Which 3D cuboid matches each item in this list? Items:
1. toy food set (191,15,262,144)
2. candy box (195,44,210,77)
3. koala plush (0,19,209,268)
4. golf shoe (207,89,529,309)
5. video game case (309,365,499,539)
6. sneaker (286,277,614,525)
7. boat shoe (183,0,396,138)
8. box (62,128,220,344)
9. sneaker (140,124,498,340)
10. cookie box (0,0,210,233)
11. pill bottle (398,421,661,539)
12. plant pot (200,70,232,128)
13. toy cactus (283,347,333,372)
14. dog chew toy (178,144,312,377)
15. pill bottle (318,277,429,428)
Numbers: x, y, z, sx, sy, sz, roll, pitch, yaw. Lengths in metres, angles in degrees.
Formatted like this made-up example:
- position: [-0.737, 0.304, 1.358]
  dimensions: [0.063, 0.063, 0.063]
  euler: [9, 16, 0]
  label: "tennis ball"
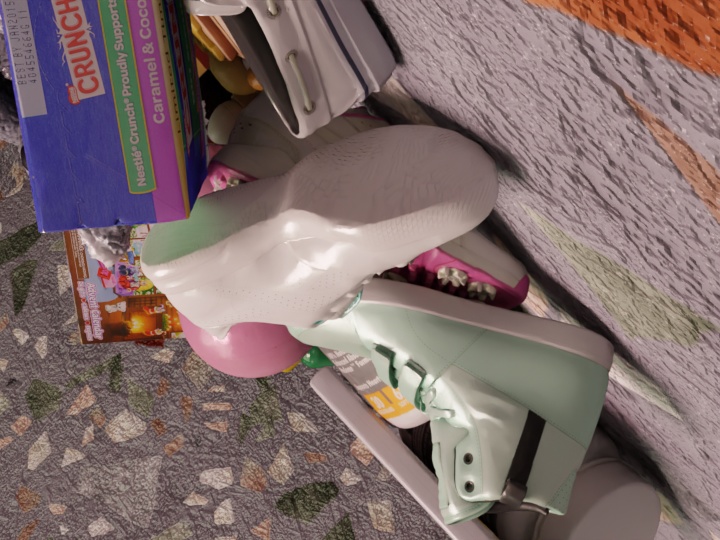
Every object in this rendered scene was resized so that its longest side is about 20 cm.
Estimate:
- position: [-0.109, -0.147, 0.887]
  dimensions: [0.200, 0.060, 0.143]
  euler: [50, 173, -33]
  label: "toy food set"
- position: [-0.199, -0.221, 1.047]
  dimensions: [0.117, 0.056, 0.200]
  euler: [50, 172, -25]
  label: "candy box"
- position: [-0.206, -0.115, 0.862]
  dimensions: [0.200, 0.178, 0.183]
  euler: [45, -149, 6]
  label: "koala plush"
- position: [0.015, -0.045, 0.693]
  dimensions: [0.198, 0.093, 0.075]
  euler: [26, 159, -7]
  label: "golf shoe"
- position: [0.059, 0.170, 0.871]
  dimensions: [0.200, 0.023, 0.182]
  euler: [44, 174, 34]
  label: "video game case"
- position: [0.034, 0.076, 0.681]
  dimensions: [0.197, 0.120, 0.074]
  euler: [11, 165, 19]
  label: "sneaker"
- position: [-0.054, -0.139, 0.535]
  dimensions: [0.201, 0.067, 0.073]
  euler: [51, 172, -34]
  label: "boat shoe"
- position: [-0.181, -0.026, 1.020]
  dimensions: [0.039, 0.134, 0.202]
  euler: [-101, 10, -49]
  label: "box"
- position: [-0.012, -0.011, 0.627]
  dimensions: [0.089, 0.197, 0.076]
  euler: [58, -149, -35]
  label: "sneaker"
- position: [-0.128, -0.119, 0.624]
  dimensions: [0.200, 0.074, 0.174]
  euler: [-107, 10, -79]
  label: "cookie box"
- position: [0.123, 0.145, 0.908]
  dimensions: [0.200, 0.113, 0.113]
  euler: [40, 171, 48]
  label: "pill bottle"
- position: [-0.132, -0.064, 1.122]
  dimensions: [0.199, 0.188, 0.187]
  euler: [35, 177, -19]
  label: "plant pot"
- position: [-0.002, 0.067, 1.173]
  dimensions: [0.198, 0.104, 0.164]
  euler: [13, -169, -43]
  label: "toy cactus"
- position: [-0.099, -0.011, 0.944]
  dimensions: [0.124, 0.124, 0.202]
  euler: [40, 156, 45]
  label: "dog chew toy"
- position: [0.000, 0.000, 0.822]
  dimensions: [0.200, 0.116, 0.116]
  euler: [47, 174, -8]
  label: "pill bottle"
